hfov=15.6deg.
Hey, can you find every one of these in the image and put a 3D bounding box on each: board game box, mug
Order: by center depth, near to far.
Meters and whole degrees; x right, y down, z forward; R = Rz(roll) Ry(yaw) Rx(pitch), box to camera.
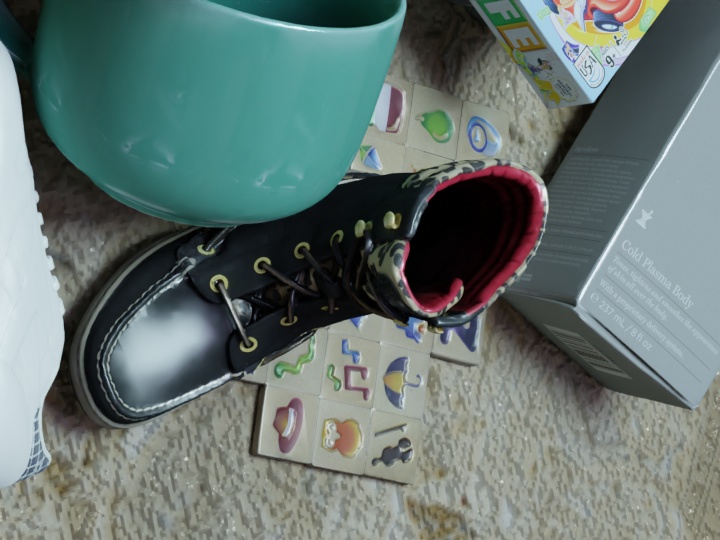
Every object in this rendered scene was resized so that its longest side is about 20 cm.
[{"bbox_3d":[-0.079,-0.097,1.162,0.152,0.185,0.115,-12,128,-47],"label":"mug"},{"bbox_3d":[0.117,-0.196,1.287,0.135,0.034,0.200,51,59,-24],"label":"board game box"}]

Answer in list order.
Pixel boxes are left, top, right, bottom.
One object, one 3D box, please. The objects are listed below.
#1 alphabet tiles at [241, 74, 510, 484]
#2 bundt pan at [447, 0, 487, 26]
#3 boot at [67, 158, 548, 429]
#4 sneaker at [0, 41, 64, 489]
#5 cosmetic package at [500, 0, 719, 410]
[{"bbox_3d":[0.000,0.000,1.297,0.167,0.008,0.200,15,79,-37],"label":"alphabet tiles"},{"bbox_3d":[0.082,-0.214,1.330,0.202,0.076,0.202,2,87,-38],"label":"bundt pan"},{"bbox_3d":[-0.022,0.006,1.178,0.200,0.150,0.073,-30,106,-36],"label":"boot"},{"bbox_3d":[-0.167,-0.005,1.133,0.080,0.076,0.200,4,89,-50],"label":"sneaker"},{"bbox_3d":[0.168,-0.041,1.367,0.107,0.090,0.200,38,78,-29],"label":"cosmetic package"}]
